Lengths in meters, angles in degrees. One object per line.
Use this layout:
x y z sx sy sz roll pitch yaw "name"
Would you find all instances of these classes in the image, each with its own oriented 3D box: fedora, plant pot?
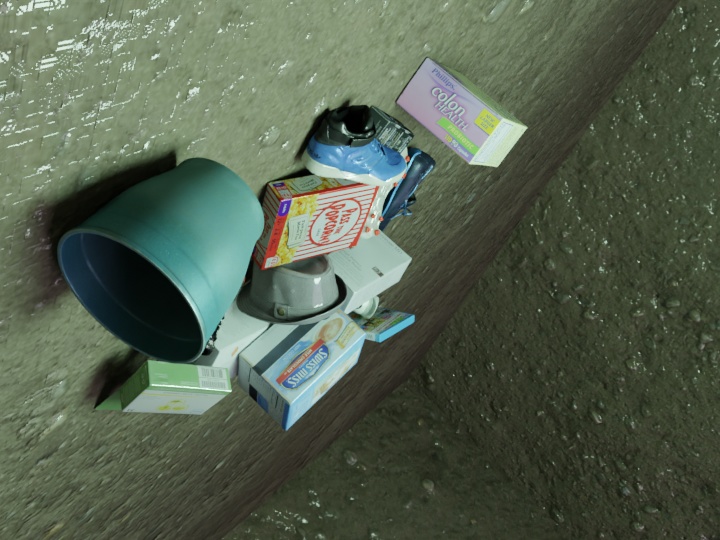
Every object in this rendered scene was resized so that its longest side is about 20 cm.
-0.121 0.012 1.412 0.177 0.198 0.091 -45 143 -47 "fedora"
-0.217 -0.029 0.969 0.189 0.199 0.201 -56 173 -37 "plant pot"

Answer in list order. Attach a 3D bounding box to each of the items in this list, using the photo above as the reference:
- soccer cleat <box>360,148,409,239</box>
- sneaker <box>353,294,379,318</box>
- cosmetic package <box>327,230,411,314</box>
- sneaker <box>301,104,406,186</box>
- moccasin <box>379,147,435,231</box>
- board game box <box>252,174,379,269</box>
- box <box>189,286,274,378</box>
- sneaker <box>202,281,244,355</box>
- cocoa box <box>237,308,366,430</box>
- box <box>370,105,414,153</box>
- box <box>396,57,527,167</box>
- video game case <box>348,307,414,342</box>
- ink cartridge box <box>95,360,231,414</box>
0.027 -0.159 1.572 0.069 0.077 0.202 21 93 -48 "soccer cleat"
-0.026 0.029 1.665 0.075 0.088 0.200 -66 -162 8 "sneaker"
0.000 0.000 1.571 0.199 0.102 0.074 -32 158 -48 "cosmetic package"
0.011 -0.202 1.293 0.198 0.077 0.112 2 135 -36 "sneaker"
0.089 -0.154 1.685 0.201 0.068 0.081 -56 -155 33 "moccasin"
-0.074 -0.089 1.348 0.198 0.046 0.152 -16 144 -34 "board game box"
-0.237 0.119 1.447 0.199 0.097 0.125 -25 153 -55 "box"
-0.249 0.078 1.307 0.200 0.098 0.071 -44 164 -20 "sneaker"
-0.106 0.159 1.473 0.200 0.131 0.134 -41 163 -27 "cocoa box"
0.000 -0.185 1.449 0.201 0.043 0.160 -51 165 13 "box"
0.187 -0.280 1.478 0.097 0.176 0.200 -52 165 18 "box"
-0.011 0.097 1.640 0.143 0.198 0.018 -22 118 -55 "video game case"
-0.320 0.208 1.315 0.144 0.048 0.200 11 143 -39 "ink cartridge box"
